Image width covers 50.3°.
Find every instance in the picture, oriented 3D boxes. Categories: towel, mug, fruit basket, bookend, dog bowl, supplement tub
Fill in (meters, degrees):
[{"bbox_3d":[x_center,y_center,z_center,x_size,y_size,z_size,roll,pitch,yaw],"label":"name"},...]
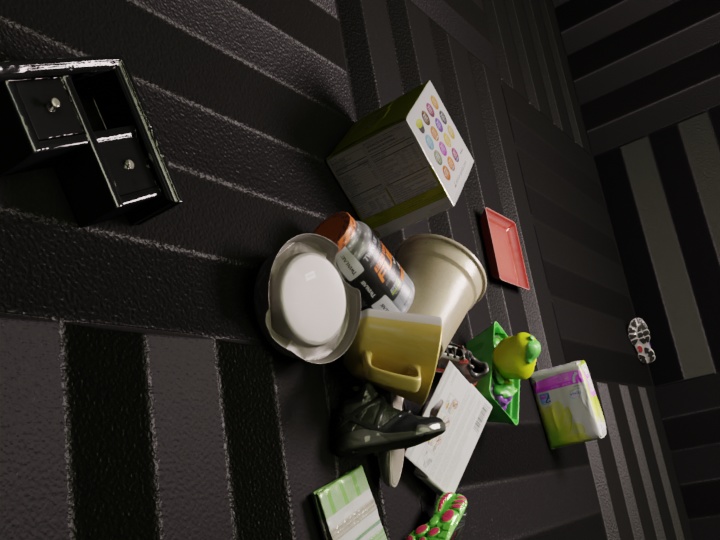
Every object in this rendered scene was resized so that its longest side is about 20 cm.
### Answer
[{"bbox_3d":[-0.009,0.428,1.212,0.148,0.030,0.205,-7,78,-61],"label":"towel"},{"bbox_3d":[0.052,0.131,1.292,0.187,0.149,0.153,108,-4,-74],"label":"mug"},{"bbox_3d":[0.325,0.215,1.688,0.156,0.212,0.219,47,38,-31],"label":"fruit basket"},{"bbox_3d":[-0.345,-0.143,0.925,0.199,0.091,0.203,-28,98,-58],"label":"bookend"},{"bbox_3d":[-0.087,0.047,1.224,0.197,0.058,0.206,12,73,-44],"label":"dog bowl"},{"bbox_3d":[0.000,0.000,1.364,0.201,0.120,0.124,48,37,-32],"label":"supplement tub"}]

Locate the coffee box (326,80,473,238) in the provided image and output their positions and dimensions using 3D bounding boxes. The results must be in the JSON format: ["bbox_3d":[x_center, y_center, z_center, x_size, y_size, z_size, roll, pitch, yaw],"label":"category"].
[{"bbox_3d":[0.083,-0.221,1.543,0.200,0.197,0.201,56,33,-19],"label":"coffee box"}]

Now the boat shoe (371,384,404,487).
[{"bbox_3d":[0.043,0.279,1.356,0.067,0.056,0.205,45,42,-55],"label":"boat shoe"}]

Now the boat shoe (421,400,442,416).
[{"bbox_3d":[0.189,0.284,1.557,0.199,0.069,0.073,-13,84,-59],"label":"boat shoe"}]

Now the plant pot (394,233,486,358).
[{"bbox_3d":[0.127,0.067,1.486,0.202,0.197,0.186,52,46,-27],"label":"plant pot"}]

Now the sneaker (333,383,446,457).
[{"bbox_3d":[0.047,0.241,1.287,0.194,0.077,0.117,-3,62,-14],"label":"sneaker"}]

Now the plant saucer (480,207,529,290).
[{"bbox_3d":[0.388,-0.052,2.091,0.198,0.036,0.205,16,60,-55],"label":"plant saucer"}]

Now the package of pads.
[{"bbox_3d":[0.544,0.349,2.003,0.068,0.152,0.205,-5,77,-57],"label":"package of pads"}]

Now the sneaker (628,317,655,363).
[{"bbox_3d":[1.102,0.270,3.030,0.084,0.079,0.204,-75,146,-62],"label":"sneaker"}]

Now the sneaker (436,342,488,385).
[{"bbox_3d":[0.183,0.170,1.570,0.197,0.082,0.079,27,48,-26],"label":"sneaker"}]

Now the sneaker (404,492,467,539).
[{"bbox_3d":[0.140,0.481,1.362,0.199,0.075,0.086,-32,118,-47],"label":"sneaker"}]

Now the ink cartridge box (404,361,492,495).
[{"bbox_3d":[0.157,0.299,1.452,0.174,0.043,0.203,45,64,-33],"label":"ink cartridge box"}]
